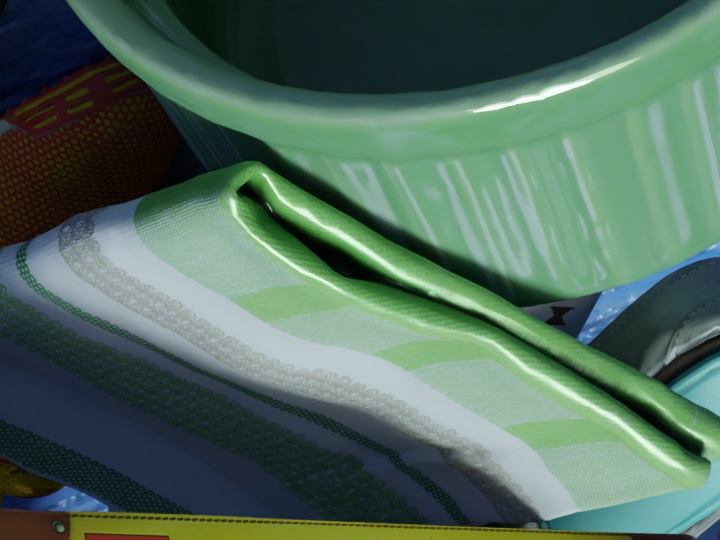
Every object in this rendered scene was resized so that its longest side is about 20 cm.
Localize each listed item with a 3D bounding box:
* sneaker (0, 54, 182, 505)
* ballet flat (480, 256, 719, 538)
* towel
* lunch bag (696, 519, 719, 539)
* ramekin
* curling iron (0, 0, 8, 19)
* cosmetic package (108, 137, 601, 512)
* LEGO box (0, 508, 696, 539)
[{"bbox_3d":[-0.090,0.016,0.816,0.073,0.077,0.200,-16,151,-39],"label":"sneaker"},{"bbox_3d":[0.049,0.070,0.805,0.200,0.064,0.067,-39,111,18],"label":"ballet flat"},{"bbox_3d":[-0.025,0.033,0.704,0.149,0.031,0.200,27,157,-25],"label":"towel"},{"bbox_3d":[0.168,0.118,0.949,0.169,0.127,0.200,-25,126,3],"label":"lunch bag"},{"bbox_3d":[0.030,-0.089,0.662,0.199,0.201,0.098,-18,145,6],"label":"ramekin"},{"bbox_3d":[-0.145,-0.018,0.815,0.049,0.026,0.200,17,129,-32],"label":"curling iron"},{"bbox_3d":[0.000,0.000,0.825,0.107,0.085,0.200,3,134,-21],"label":"cosmetic package"},{"bbox_3d":[-0.025,0.128,0.699,0.199,0.077,0.149,6,144,-31],"label":"LEGO box"}]
